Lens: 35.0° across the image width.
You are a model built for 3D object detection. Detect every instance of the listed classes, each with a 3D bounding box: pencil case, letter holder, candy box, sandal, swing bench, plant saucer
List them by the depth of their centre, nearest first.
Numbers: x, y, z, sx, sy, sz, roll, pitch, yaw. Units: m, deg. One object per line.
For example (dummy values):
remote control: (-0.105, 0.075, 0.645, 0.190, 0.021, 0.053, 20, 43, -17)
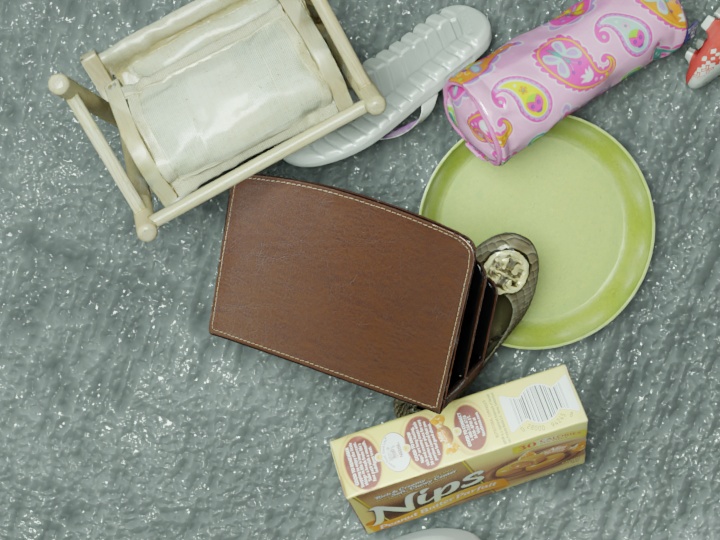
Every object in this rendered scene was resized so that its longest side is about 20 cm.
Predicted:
swing bench: (-0.105, -0.143, 0.864, 0.199, 0.200, 0.130, -28, 107, 2)
letter holder: (0.000, 0.000, 0.882, 0.200, 0.101, 0.142, 17, 110, 20)
pencil case: (0.164, -0.163, 0.907, 0.200, 0.087, 0.088, -33, 98, -11)
sandal: (0.025, -0.139, 0.936, 0.202, 0.083, 0.050, -33, 140, 1)
candy box: (0.084, 0.150, 0.942, 0.200, 0.115, 0.055, -18, 62, 1)
plant saucer: (0.146, -0.034, 0.966, 0.200, 0.031, 0.200, 0, 98, -2)

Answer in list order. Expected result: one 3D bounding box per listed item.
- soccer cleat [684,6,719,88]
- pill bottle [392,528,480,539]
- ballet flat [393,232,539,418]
soccer cleat: (0.337, -0.207, 0.896, 0.085, 0.069, 0.200, 43, 124, 6)
pill bottle: (0.073, 0.333, 0.970, 0.111, 0.111, 0.200, -15, 98, 0)
ballet flat: (0.084, 0.057, 0.939, 0.067, 0.046, 0.200, 30, 114, -4)
